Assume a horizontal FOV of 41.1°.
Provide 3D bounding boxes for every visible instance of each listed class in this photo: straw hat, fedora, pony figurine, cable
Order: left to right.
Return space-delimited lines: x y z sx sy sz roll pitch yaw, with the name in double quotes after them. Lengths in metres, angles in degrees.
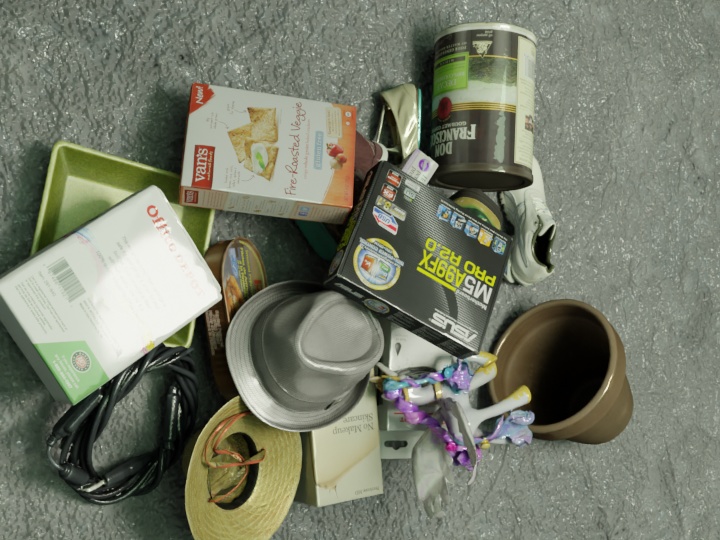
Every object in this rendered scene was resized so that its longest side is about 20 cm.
-0.245 0.170 1.071 0.200 0.051 0.164 -50 136 -19 "cable"
-0.161 0.229 1.124 0.200 0.084 0.203 -17 112 -51 "straw hat"
-0.047 0.086 1.105 0.199 0.090 0.179 -11 77 -43 "fedora"
0.122 0.189 1.207 0.198 0.167 0.194 -5 58 -29 "pony figurine"

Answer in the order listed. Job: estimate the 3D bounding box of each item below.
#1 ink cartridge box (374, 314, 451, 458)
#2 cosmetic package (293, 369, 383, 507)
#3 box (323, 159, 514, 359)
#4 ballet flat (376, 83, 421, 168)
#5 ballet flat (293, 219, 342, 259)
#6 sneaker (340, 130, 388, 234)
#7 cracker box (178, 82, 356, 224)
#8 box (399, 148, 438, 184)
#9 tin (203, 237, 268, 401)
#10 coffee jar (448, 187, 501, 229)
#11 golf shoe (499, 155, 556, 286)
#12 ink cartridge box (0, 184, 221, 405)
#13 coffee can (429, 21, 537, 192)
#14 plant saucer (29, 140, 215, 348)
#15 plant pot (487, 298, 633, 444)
0.067 0.153 1.285 0.115 0.068 0.202 5 84 -31 "ink cartridge box"
-0.037 0.187 1.217 0.103 0.073 0.202 -5 88 -32 "cosmetic package"
0.073 -0.012 1.130 0.199 0.044 0.161 30 64 -16 "box"
0.054 -0.153 1.309 0.069 0.069 0.202 -2 86 -31 "ballet flat"
-0.074 -0.106 1.225 0.200 0.067 0.073 50 44 -19 "ballet flat"
-0.029 -0.121 1.208 0.115 0.076 0.201 35 31 -22 "sneaker"
-0.107 -0.136 1.123 0.198 0.058 0.135 6 68 -10 "cracker box"
0.031 -0.065 1.230 0.039 0.041 0.201 36 72 -9 "box"
-0.144 0.062 1.149 0.112 0.041 0.202 -12 94 -65 "tin"
0.123 -0.021 1.275 0.085 0.104 0.201 40 41 -12 "coffee jar"
0.257 -0.079 1.402 0.078 0.097 0.202 3 84 -29 "golf shoe"
-0.271 0.023 1.020 0.199 0.084 0.146 -37 106 -28 "ink cartridge box"
0.169 -0.221 1.329 0.145 0.146 0.202 7 83 -31 "coffee can"
-0.277 -0.023 1.098 0.198 0.048 0.202 15 79 -30 "plant saucer"
0.308 0.169 1.378 0.174 0.199 0.202 40 67 -41 "plant pot"
